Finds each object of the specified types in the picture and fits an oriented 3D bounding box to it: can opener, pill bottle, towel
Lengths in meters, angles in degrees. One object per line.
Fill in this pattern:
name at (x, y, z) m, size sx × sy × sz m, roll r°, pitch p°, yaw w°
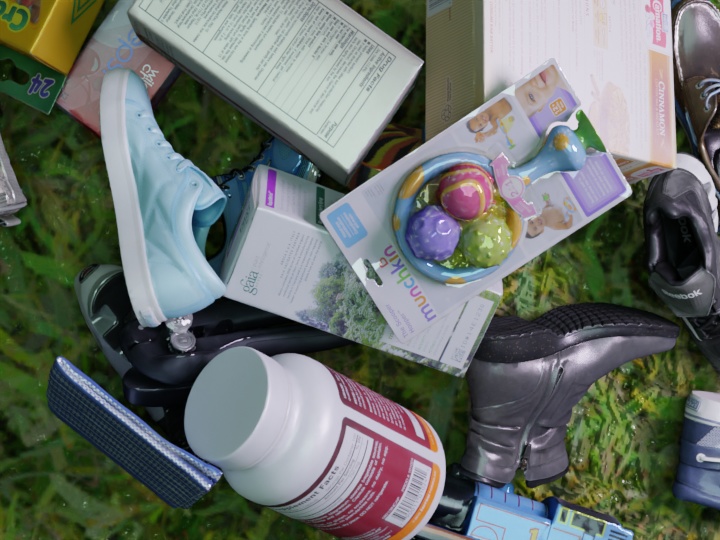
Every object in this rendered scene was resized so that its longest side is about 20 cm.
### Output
can opener at (-0.089, 0.047, 1.160) m, size 0.198 × 0.079 × 0.064 m, roll -15°, pitch 66°, yaw -22°
pill bottle at (-0.034, 0.131, 1.141) m, size 0.199 × 0.112 × 0.114 m, roll 32°, pitch 87°, yaw -43°
towel at (-0.173, 0.123, 1.139) m, size 0.144 × 0.200 × 0.024 m, roll 38°, pitch 72°, yaw -3°

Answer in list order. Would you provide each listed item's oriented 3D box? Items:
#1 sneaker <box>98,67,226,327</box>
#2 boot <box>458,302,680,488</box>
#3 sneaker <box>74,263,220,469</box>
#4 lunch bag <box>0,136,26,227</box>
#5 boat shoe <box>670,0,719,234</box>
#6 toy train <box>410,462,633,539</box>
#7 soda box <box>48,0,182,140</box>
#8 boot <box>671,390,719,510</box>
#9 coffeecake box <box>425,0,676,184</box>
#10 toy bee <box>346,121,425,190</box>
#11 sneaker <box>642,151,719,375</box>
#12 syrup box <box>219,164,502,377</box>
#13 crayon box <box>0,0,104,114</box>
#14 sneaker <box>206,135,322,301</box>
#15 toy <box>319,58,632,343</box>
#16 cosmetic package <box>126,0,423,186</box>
sneaker at (-0.140, -0.060, 1.122) m, size 0.081 × 0.074 × 0.203 m, roll -12°, pitch 74°, yaw 0°
boot at (0.165, 0.101, 1.232) m, size 0.197 × 0.070 × 0.134 m, roll -5°, pitch 104°, yaw -21°
sneaker at (-0.158, 0.070, 1.208) m, size 0.074 × 0.088 × 0.201 m, roll -38°, pitch 118°, yaw -17°
lunch bag at (-0.347, -0.109, 1.131) m, size 0.166 × 0.139 × 0.203 m, roll -17°, pitch 92°, yaw 13°
boat shoe at (0.298, -0.130, 1.242) m, size 0.071 × 0.072 × 0.203 m, roll -17°, pitch 92°, yaw -5°
toy train at (0.118, 0.229, 1.226) m, size 0.197 × 0.087 × 0.116 m, roll 19°, pitch 80°, yaw -3°
soda box at (-0.159, -0.194, 1.204) m, size 0.070 × 0.063 × 0.201 m, roll 36°, pitch 88°, yaw -4°
boot at (0.358, 0.163, 1.258) m, size 0.197 × 0.073 × 0.092 m, roll 12°, pitch 97°, yaw 3°
coffeecake box at (0.148, -0.161, 1.170) m, size 0.198 × 0.073 × 0.156 m, roll 10°, pitch 74°, yaw -34°
toy bee at (0.075, -0.074, 1.195) m, size 0.197 × 0.110 × 0.132 m, roll -10°, pitch 135°, yaw 9°
sneaker at (0.268, 0.013, 1.218) m, size 0.066 × 0.090 × 0.202 m, roll -13°, pitch 108°, yaw 32°
syrup box at (0.000, 0.000, 1.139) m, size 0.198 × 0.082 × 0.079 m, roll 20°, pitch 116°, yaw -10°
crayon box at (-0.250, -0.237, 1.172) m, size 0.125 × 0.051 × 0.202 m, roll 25°, pitch 89°, yaw 29°
sneaker at (-0.079, -0.068, 1.207) m, size 0.089 × 0.078 × 0.203 m, roll 19°, pitch 89°, yaw -2°
toy at (0.085, -0.044, 1.065) m, size 0.199 × 0.047 × 0.116 m, roll -34°, pitch 104°, yaw 0°
cosmetic package at (-0.062, -0.163, 1.129) m, size 0.199 × 0.087 × 0.104 m, roll 37°, pitch 85°, yaw 1°
